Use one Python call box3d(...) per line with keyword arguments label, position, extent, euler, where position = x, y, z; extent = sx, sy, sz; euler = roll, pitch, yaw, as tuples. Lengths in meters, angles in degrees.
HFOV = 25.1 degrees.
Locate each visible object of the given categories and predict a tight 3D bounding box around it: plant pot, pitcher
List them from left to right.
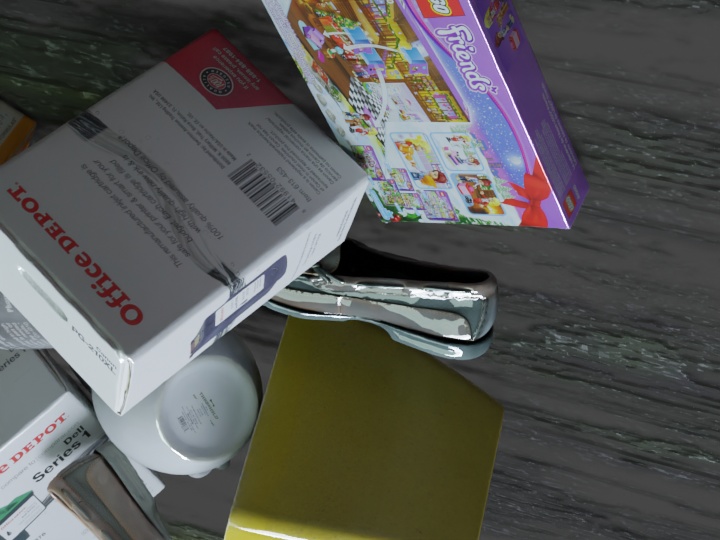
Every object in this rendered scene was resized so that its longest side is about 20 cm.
box3d(label="pitcher", position=(-0.141, 0.105, 1.252), extent=(0.172, 0.121, 0.200), euler=(58, 162, -22))
box3d(label="plant pot", position=(0.002, 0.165, 1.224), extent=(0.176, 0.200, 0.200), euler=(16, 147, 0))

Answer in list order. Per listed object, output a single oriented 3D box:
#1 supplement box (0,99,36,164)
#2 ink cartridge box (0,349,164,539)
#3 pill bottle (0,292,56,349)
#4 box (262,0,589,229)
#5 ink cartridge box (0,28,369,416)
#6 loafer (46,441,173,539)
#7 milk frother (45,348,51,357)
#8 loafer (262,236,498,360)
box3d(label="supplement box", position=(-0.354, -0.110, 1.209), extent=(0.200, 0.074, 0.126), euler=(32, 147, -5))
box3d(label="ink cartridge box", position=(-0.267, 0.157, 1.299), extent=(0.084, 0.146, 0.200), euler=(45, 172, 32))
box3d(label="pill bottle", position=(-0.211, -0.003, 1.118), extent=(0.199, 0.114, 0.114), euler=(-4, 136, 29))
box3d(label="box", position=(0.039, -0.107, 0.948), extent=(0.137, 0.039, 0.200), euler=(4, 140, 34))
box3d(label="ink cartridge box", position=(-0.118, -0.032, 0.988), extent=(0.145, 0.200, 0.084), euler=(44, 150, 12))
box3d(label="loafer", position=(-0.162, 0.224, 1.210), extent=(0.200, 0.063, 0.072), euler=(54, 156, 18))
box3d(label="milk frother", position=(-0.382, 0.093, 1.404), extent=(0.199, 0.181, 0.188), euler=(6, 141, 23))
box3d(label="loafer", position=(0.000, 0.000, 1.115), extent=(0.199, 0.072, 0.063), euler=(17, 126, 6))
